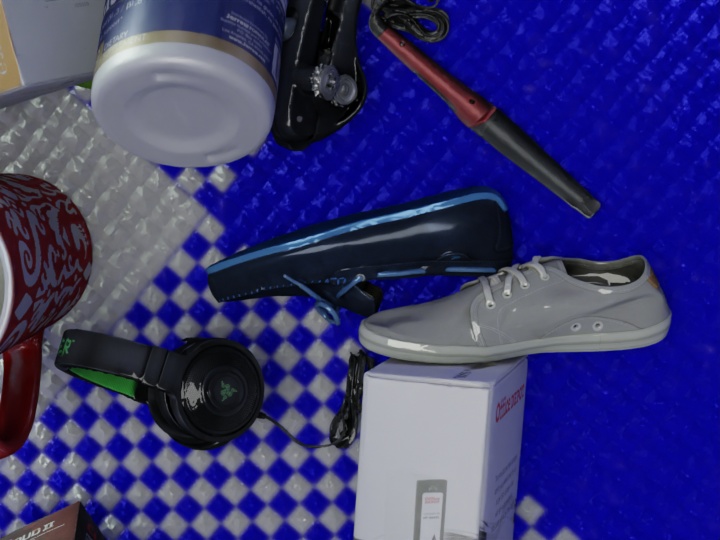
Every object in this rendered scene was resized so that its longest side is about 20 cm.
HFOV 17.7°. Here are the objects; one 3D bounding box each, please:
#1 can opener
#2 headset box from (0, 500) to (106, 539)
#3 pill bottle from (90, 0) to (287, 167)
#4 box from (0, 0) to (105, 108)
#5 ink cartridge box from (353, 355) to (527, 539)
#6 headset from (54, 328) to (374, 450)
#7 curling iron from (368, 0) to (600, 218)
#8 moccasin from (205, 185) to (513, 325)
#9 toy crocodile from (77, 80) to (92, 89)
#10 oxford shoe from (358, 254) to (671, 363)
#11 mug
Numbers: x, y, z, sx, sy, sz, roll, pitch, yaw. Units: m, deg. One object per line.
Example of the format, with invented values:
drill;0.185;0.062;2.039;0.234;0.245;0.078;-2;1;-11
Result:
can opener;-0.023;-0.174;1.468;0.079;0.063;0.200;14;92;47
headset box;-0.179;0.257;1.481;0.077;0.200;0.149;-25;113;11
pill bottle;-0.100;-0.173;1.427;0.111;0.111;0.200;-3;56;11
box;-0.266;-0.172;1.466;0.200;0.106;0.152;-14;94;36
ink cartridge box;0.048;0.154;1.456;0.084;0.146;0.200;5;96;12
headset;-0.095;0.067;1.497;0.200;0.124;0.094;19;80;-6
curling iron;0.081;-0.108;1.481;0.050;0.026;0.200;-43;87;15
moccasin;0.000;0.000;1.483;0.200;0.080;0.068;-13;98;13
toy crocodile;-0.175;-0.217;1.499;0.062;0.067;0.200;-7;94;31
oxford shoe;0.097;0.021;1.455;0.200;0.075;0.058;-6;111;-5
mug;-0.255;0.019;1.472;0.133;0.200;0.178;12;99;9
